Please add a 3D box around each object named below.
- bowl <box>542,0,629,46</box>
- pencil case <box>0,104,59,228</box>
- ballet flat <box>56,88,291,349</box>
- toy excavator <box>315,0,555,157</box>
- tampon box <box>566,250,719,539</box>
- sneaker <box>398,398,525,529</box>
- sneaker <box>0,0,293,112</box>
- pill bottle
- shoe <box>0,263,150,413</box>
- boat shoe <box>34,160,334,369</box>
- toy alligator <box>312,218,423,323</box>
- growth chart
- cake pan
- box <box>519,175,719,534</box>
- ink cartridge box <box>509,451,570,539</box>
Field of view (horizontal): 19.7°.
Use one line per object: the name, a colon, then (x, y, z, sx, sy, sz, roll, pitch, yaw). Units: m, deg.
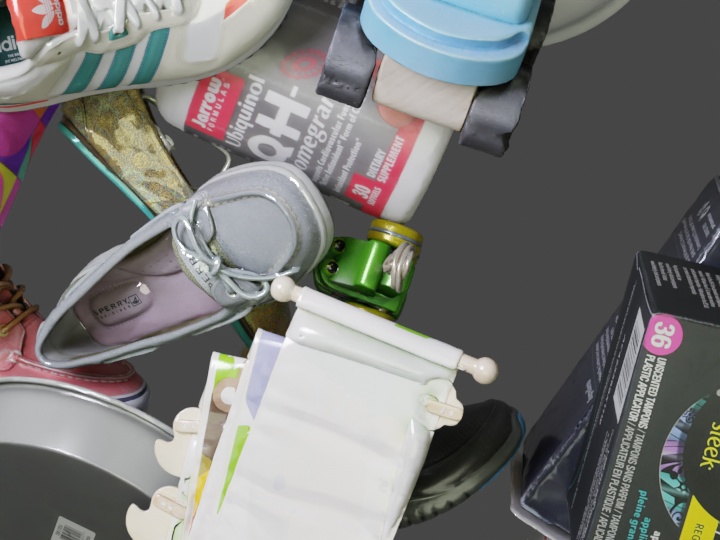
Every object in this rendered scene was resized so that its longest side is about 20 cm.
bowl: (0.077, -0.211, 1.103, 0.200, 0.090, 0.203, 1, 104, 3)
pencil case: (-0.218, -0.068, 1.134, 0.088, 0.088, 0.201, 25, 80, -3)
ballet flat: (-0.087, -0.032, 1.177, 0.071, 0.071, 0.200, -38, 98, 12)
toy excavator: (0.066, -0.187, 1.003, 0.099, 0.195, 0.201, 20, 133, -1)
tampon box: (0.217, 0.095, 1.032, 0.199, 0.126, 0.151, 14, 106, 1)
sneaker: (-0.004, 0.107, 1.199, 0.199, 0.073, 0.082, -19, 103, 9)
sneaker: (-0.130, -0.124, 1.034, 0.198, 0.093, 0.071, -13, 89, 14)
pill bottle: (-0.043, -0.112, 1.126, 0.199, 0.111, 0.111, 24, 105, -2)
shoe: (-0.214, 0.027, 1.195, 0.199, 0.072, 0.092, 13, 108, 4)
boat shoe: (-0.096, 0.004, 1.113, 0.201, 0.065, 0.075, -22, 105, 38)
toy alligator: (0.000, 0.000, 1.112, 0.054, 0.200, 0.060, 19, 83, 3)
growth chart: (-0.035, 0.104, 1.075, 0.144, 0.018, 0.201, 27, 100, 7)
cake pan: (-0.152, 0.137, 1.177, 0.199, 0.037, 0.201, 16, 143, 12)
box: (0.222, 0.089, 1.155, 0.196, 0.117, 0.201, 34, 103, -4)
ink cartridge box: (0.150, 0.197, 1.189, 0.199, 0.116, 0.068, 35, 103, -4)
